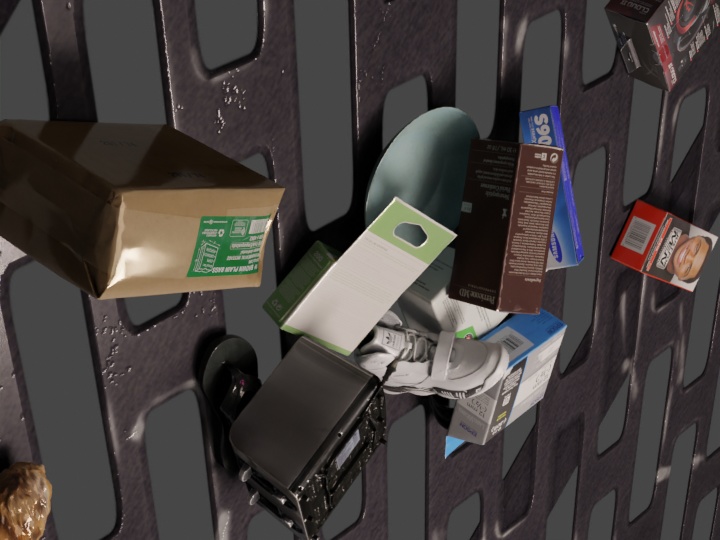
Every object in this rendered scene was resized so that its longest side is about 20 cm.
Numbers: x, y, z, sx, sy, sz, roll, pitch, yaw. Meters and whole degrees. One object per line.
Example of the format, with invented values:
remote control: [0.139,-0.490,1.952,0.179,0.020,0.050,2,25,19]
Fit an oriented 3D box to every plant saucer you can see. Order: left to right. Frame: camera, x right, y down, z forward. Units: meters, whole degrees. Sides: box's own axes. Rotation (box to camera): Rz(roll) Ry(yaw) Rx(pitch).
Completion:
plant saucer: [0.065,-0.105,1.652,0.201,0.039,0.201,-29,133,-36]

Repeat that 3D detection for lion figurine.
lion figurine: [-0.388,0.271,1.348,0.200,0.072,0.123,-22,122,-34]

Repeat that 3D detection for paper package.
paper package: [-0.204,-0.058,1.242,0.200,0.190,0.104,-4,117,-49]

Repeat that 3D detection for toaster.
toaster: [-0.053,0.189,1.595,0.200,0.119,0.181,-52,161,-21]

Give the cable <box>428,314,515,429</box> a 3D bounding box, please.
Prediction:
cable: [0.167,0.139,1.923,0.200,0.051,0.163,-14,124,-43]

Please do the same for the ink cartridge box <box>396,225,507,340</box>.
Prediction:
ink cartridge box: [0.144,0.001,1.777,0.200,0.083,0.147,-45,140,-19]

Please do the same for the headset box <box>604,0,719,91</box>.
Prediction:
headset box: [0.417,-0.353,1.869,0.200,0.075,0.149,-52,142,-12]

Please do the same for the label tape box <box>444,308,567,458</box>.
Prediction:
label tape box: [0.190,0.160,1.844,0.143,0.066,0.200,-31,142,-41]

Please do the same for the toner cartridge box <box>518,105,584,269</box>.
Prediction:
toner cartridge box: [0.242,-0.106,1.751,0.095,0.043,0.200,-22,102,-74]

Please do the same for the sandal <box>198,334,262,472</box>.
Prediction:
sandal: [-0.135,0.154,1.582,0.075,0.048,0.201,-34,137,-30]

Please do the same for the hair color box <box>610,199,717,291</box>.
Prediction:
hair color box: [0.475,-0.037,2.158,0.200,0.061,0.102,14,101,-53]

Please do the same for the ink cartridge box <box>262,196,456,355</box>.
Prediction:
ink cartridge box: [0.000,0.000,1.600,0.200,0.048,0.145,-50,144,10]

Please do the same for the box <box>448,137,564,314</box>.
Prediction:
box: [0.172,-0.054,1.652,0.075,0.100,0.200,3,96,-33]

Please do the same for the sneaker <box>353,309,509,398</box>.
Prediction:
sneaker: [0.073,0.102,1.684,0.115,0.200,0.075,42,53,-46]
